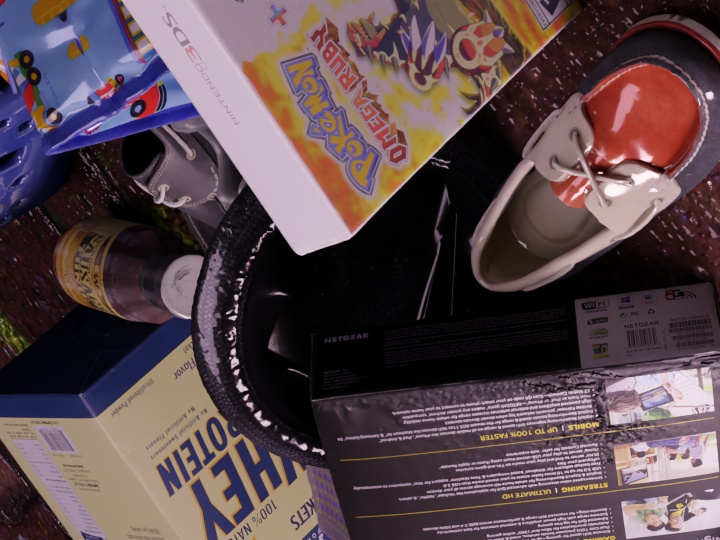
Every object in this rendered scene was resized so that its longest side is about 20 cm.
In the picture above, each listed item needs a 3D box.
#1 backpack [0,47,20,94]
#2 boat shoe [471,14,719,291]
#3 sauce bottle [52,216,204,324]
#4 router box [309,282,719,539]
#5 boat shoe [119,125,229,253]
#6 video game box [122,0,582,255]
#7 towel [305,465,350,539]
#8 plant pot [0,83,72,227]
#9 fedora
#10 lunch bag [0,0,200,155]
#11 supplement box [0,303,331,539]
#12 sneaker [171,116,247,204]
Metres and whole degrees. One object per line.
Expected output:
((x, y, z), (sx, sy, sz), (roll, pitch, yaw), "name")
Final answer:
((-0.200, -0.204, 1.046), (0.191, 0.153, 0.201), (-111, 9, -46), "backpack")
((0.107, -0.046, 0.911), (0.071, 0.062, 0.200), (49, 152, 3), "boat shoe")
((-0.145, 0.000, 1.313), (0.066, 0.066, 0.200), (57, 161, -17), "sauce bottle")
((0.084, 0.086, 0.999), (0.198, 0.051, 0.150), (-7, 132, 7), "router box")
((-0.115, -0.070, 1.205), (0.072, 0.068, 0.201), (19, 145, 42), "boat shoe")
((-0.017, -0.140, 0.838), (0.047, 0.182, 0.201), (-15, 114, 54), "video game box")
((-0.024, 0.084, 1.191), (0.144, 0.023, 0.201), (-148, 39, -67), "towel")
((-0.312, -0.111, 1.321), (0.200, 0.180, 0.200), (43, 152, 8), "plant pot")
((0.000, 0.000, 1.052), (0.202, 0.199, 0.092), (63, -178, -27), "fedora")
((-0.081, -0.152, 0.920), (0.094, 0.199, 0.152), (-27, 85, 35), "lunch bag")
((-0.134, 0.125, 1.411), (0.199, 0.134, 0.201), (-5, 122, 58), "supplement box")
((-0.071, -0.121, 1.044), (0.075, 0.092, 0.201), (11, 134, 50), "sneaker")
